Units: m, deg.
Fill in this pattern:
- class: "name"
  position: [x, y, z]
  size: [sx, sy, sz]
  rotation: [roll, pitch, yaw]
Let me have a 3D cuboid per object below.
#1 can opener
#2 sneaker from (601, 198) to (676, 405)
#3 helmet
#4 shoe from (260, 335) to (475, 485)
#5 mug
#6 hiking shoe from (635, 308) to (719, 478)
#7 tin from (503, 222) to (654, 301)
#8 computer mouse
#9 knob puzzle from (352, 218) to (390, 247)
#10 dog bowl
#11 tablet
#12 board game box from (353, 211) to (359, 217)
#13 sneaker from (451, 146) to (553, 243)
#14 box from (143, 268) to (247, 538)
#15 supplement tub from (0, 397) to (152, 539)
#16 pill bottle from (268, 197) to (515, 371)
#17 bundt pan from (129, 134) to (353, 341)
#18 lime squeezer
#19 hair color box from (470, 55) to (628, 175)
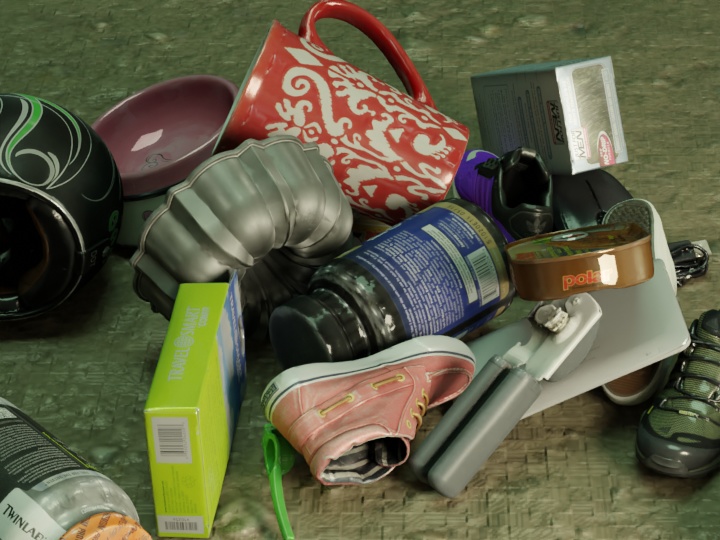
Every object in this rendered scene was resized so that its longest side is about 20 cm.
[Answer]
- class: "can opener"
  position: [0.121, 0.096, 1.612]
  size: [0.200, 0.066, 0.053]
  rotation: [-47, 36, -11]
- class: "sneaker"
  position: [0.242, 0.040, 1.752]
  size: [0.073, 0.085, 0.200]
  rotation: [-8, 51, 22]
- class: "helmet"
  position: [-0.309, -0.064, 1.832]
  size: [0.200, 0.200, 0.191]
  rotation: [-1, 31, 1]
- class: "shoe"
  position: [0.025, 0.113, 1.626]
  size: [0.200, 0.072, 0.091]
  rotation: [-9, 48, -36]
- class: "mug"
  position: [-0.006, -0.139, 1.833]
  size: [0.200, 0.178, 0.133]
  rotation: [25, 4, -6]
- class: "hiking shoe"
  position: [0.269, 0.083, 1.641]
  size: [0.076, 0.101, 0.200]
  rotation: [12, 34, 22]
- class: "tin"
  position: [0.174, -0.008, 1.662]
  size: [0.112, 0.042, 0.200]
  rotation: [-6, 6, 2]
- class: "computer mouse"
  position: [0.222, -0.048, 1.906]
  size: [0.138, 0.053, 0.200]
  rotation: [-12, 33, -15]
- class: "knob puzzle"
  position: [0.000, 0.000, 1.859]
  size: [0.219, 0.030, 0.220]
  rotation: [-1, 31, 1]
- class: "dog bowl"
  position: [-0.178, -0.109, 1.952]
  size: [0.200, 0.074, 0.200]
  rotation: [-16, 33, 10]
- class: "tablet"
  position: [0.165, 0.062, 1.687]
  size: [0.200, 0.014, 0.130]
  rotation: [-24, 30, 11]
- class: "board game box"
  position: [-0.046, -0.099, 1.988]
  size: [0.134, 0.034, 0.200]
  rotation: [-28, 30, -36]
- class: "sneaker"
  position: [0.139, -0.076, 1.900]
  size: [0.069, 0.100, 0.200]
  rotation: [4, 31, -16]
- class: "box"
  position: [-0.126, 0.099, 1.612]
  size: [0.048, 0.122, 0.200]
  rotation: [1, 31, 5]
- class: "supplement tub"
  position: [-0.241, 0.179, 1.486]
  size: [0.122, 0.123, 0.200]
  rotation: [-25, 37, -33]
- class: "pill bottle"
  position: [0.026, 0.026, 1.731]
  size: [0.200, 0.112, 0.112]
  rotation: [-28, 40, -32]
- class: "bundt pan"
  position: [-0.089, -0.013, 1.737]
  size: [0.202, 0.202, 0.076]
  rotation: [-20, 54, -28]
- class: "lime squeezer"
  position: [-0.048, 0.145, 1.630]
  size: [0.071, 0.038, 0.200]
  rotation: [36, 37, 1]
- class: "hair color box"
  position: [0.175, -0.144, 1.949]
  size: [0.061, 0.099, 0.200]
  rotation: [-13, 7, -18]
